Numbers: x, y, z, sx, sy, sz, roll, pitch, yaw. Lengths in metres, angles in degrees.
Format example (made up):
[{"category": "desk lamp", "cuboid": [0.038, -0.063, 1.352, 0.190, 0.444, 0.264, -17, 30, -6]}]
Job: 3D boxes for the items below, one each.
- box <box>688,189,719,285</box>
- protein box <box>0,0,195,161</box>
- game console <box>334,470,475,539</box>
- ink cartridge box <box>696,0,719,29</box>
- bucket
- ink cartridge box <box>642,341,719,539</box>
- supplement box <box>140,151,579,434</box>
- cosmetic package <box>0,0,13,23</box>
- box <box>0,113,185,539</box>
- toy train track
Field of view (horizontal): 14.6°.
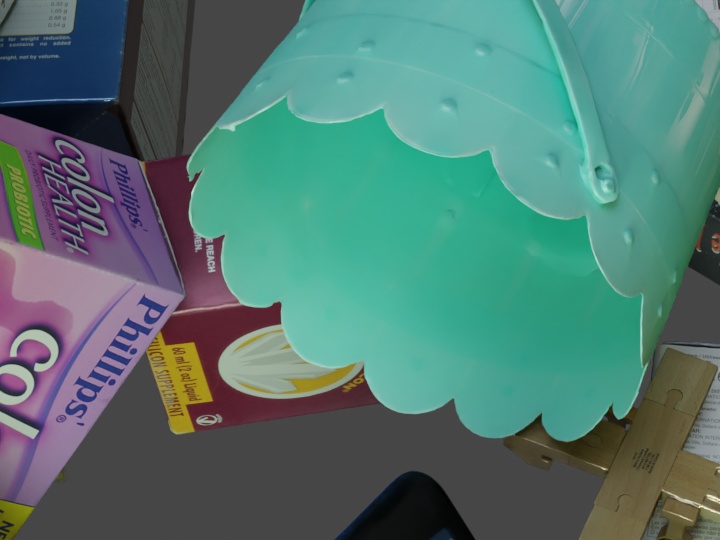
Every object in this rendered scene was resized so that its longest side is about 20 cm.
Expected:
[{"category": "box", "cuboid": [0.215, -0.031, 1.236, 0.200, 0.038, 0.137, 32, 51, 27]}, {"category": "protein box", "cuboid": [-0.191, -0.122, 1.364, 0.198, 0.135, 0.200, -2, 57, 7]}, {"category": "game console", "cuboid": [0.057, 0.186, 1.062, 0.118, 0.171, 0.200, -35, 99, -17]}, {"category": "ink cartridge box", "cuboid": [0.218, -0.086, 1.340, 0.119, 0.042, 0.200, -5, 54, 6]}, {"category": "bucket", "cuboid": [0.046, -0.043, 1.119, 0.207, 0.207, 0.135, 19, 59, 19]}, {"category": "ink cartridge box", "cuboid": [0.187, 0.109, 1.198, 0.136, 0.076, 0.200, 4, 60, 10]}, {"category": "supplement box", "cuboid": [0.000, 0.000, 1.273, 0.200, 0.110, 0.086, -9, 58, 2]}, {"category": "cosmetic package", "cuboid": [-0.268, -0.129, 1.251, 0.200, 0.081, 0.113, 15, 61, 17]}, {"category": "box", "cuboid": [-0.209, 0.018, 1.188, 0.176, 0.200, 0.097, -53, 38, 27]}, {"category": "toy train track", "cuboid": [0.154, 0.101, 1.148, 0.200, 0.033, 0.115, 21, 55, 14]}]
